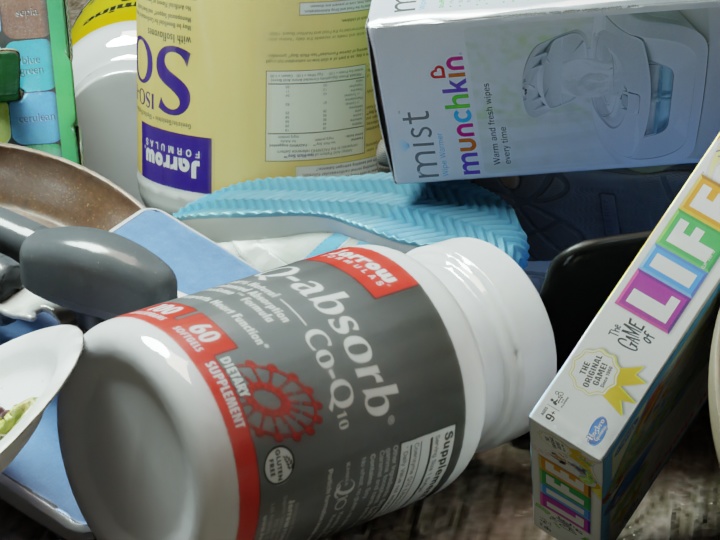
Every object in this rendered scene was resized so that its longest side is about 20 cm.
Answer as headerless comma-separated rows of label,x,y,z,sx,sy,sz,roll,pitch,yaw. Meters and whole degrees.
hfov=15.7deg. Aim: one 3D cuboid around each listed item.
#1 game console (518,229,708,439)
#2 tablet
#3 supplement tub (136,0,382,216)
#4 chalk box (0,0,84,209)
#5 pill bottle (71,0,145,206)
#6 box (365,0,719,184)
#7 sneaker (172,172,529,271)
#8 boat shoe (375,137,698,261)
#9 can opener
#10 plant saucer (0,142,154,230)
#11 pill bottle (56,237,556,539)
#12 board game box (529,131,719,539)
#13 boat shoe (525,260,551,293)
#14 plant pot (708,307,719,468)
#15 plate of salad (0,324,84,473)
game console,0.151,0.004,1.240,0.199,0.117,0.176,-8,20,-17
tablet,-0.112,0.044,1.203,0.130,0.014,0.200,31,42,22
supplement tub,-0.049,-0.097,1.404,0.144,0.201,0.145,1,15,0
chalk box,-0.215,-0.078,1.385,0.124,0.125,0.200,-5,-7,-10
pill bottle,-0.131,-0.107,1.583,0.112,0.113,0.200,-2,20,0
box,0.101,-0.140,1.285,0.175,0.097,0.200,-5,35,10
sneaker,0.000,0.000,1.290,0.199,0.081,0.076,3,22,38
boat shoe,0.108,-0.051,1.307,0.199,0.075,0.073,8,44,15
can opener,-0.161,-0.015,1.177,0.199,0.067,0.053,23,42,25
plant saucer,-0.180,0.017,1.251,0.199,0.035,0.201,9,45,-9
pill bottle,-0.020,0.054,1.112,0.199,0.117,0.116,-18,25,-38
board game box,0.136,0.011,1.055,0.034,0.135,0.200,30,72,16
boat shoe,0.098,-0.009,1.358,0.199,0.069,0.072,-7,57,9
plant pot,0.225,0.058,1.021,0.199,0.201,0.135,-3,-14,-4
plate of salad,-0.198,0.077,1.051,0.200,0.048,0.200,-32,15,9
